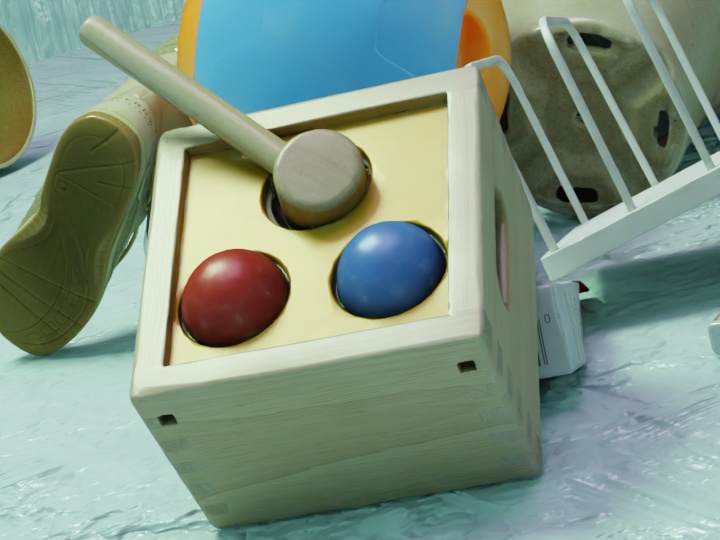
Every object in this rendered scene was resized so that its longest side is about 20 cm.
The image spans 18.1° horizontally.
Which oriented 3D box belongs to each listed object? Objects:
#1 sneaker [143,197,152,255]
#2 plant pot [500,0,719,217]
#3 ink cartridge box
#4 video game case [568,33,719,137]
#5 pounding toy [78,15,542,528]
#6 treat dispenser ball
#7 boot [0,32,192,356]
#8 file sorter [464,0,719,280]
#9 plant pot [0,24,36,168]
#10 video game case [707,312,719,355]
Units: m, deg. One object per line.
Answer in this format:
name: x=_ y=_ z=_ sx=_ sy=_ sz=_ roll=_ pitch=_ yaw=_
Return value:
sneaker: x=-0.073 y=-0.021 z=1.430 sx=0.074 sy=0.088 sz=0.200 roll=26 pitch=23 yaw=22
plant pot: x=0.155 y=-0.132 z=1.470 sx=0.199 sy=0.202 sz=0.184 roll=-10 pitch=25 yaw=17
ink cartridge box: x=0.037 y=0.044 z=1.161 sx=0.159 sy=0.048 sz=0.200 roll=-13 pitch=-4 yaw=11
video game case: x=0.177 y=-0.151 z=1.576 sx=0.198 sy=0.144 sz=0.017 roll=-10 pitch=26 yaw=20
pounding toy: x=-0.026 y=-0.014 z=1.013 sx=0.182 sy=0.143 sz=0.201 roll=-11 pitch=48 yaw=14
treat dispenser ball: x=-0.009 y=-0.126 z=1.346 sx=0.199 sy=0.203 sz=0.201 roll=-14 pitch=13 yaw=3
boot: x=-0.158 y=-0.051 z=1.432 sx=0.072 sy=0.201 sz=0.156 roll=30 pitch=37 yaw=4
file sorter: x=0.170 y=-0.102 z=1.208 sx=0.199 sy=0.125 sz=0.139 roll=-28 pitch=0 yaw=15
plant pot: x=-0.464 y=-0.159 z=2.300 sx=0.199 sy=0.188 sz=0.186 roll=-21 pitch=6 yaw=36
video game case: x=0.270 y=-0.005 z=1.125 sx=0.142 sy=0.018 sz=0.200 roll=-8 pitch=14 yaw=30
